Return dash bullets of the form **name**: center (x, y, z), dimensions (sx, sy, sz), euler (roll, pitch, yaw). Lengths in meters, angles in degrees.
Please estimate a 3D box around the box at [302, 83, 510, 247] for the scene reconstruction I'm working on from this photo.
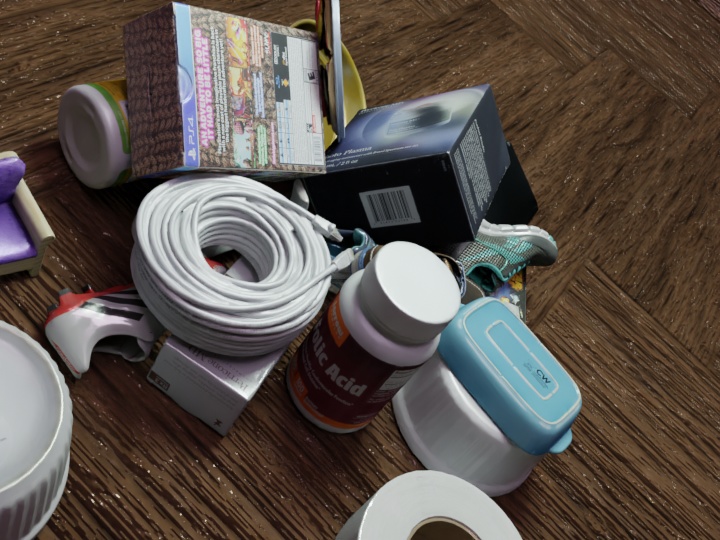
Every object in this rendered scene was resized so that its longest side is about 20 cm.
- **box**: center (0.063, -0.129, 1.035), dimensions (0.199, 0.198, 0.124), euler (-57, 134, -50)

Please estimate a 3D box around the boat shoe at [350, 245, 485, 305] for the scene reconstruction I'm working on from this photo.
- **boat shoe**: center (0.084, 0.019, 0.951), dimensions (0.198, 0.072, 0.073), euler (15, 66, -37)

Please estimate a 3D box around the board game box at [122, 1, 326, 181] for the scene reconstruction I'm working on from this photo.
- **board game box**: center (-0.143, -0.183, 0.892), dimensions (0.198, 0.096, 0.162), euler (-4, 90, -47)

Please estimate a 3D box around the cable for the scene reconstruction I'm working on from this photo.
- **cable**: center (-0.126, -0.011, 0.809), dimensions (0.199, 0.069, 0.200), euler (36, 43, 3)

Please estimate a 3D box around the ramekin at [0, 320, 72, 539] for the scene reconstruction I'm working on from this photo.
- **ramekin**: center (-0.319, 0.126, 0.631), dimensions (0.198, 0.105, 0.202), euler (19, 44, -20)

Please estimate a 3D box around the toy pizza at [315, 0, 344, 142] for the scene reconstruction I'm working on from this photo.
- **toy pizza**: center (-0.038, -0.258, 0.995), dimensions (0.031, 0.202, 0.202), euler (-3, 49, -1)

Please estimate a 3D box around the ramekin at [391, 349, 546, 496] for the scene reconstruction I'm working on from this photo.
- **ramekin**: center (0.143, 0.145, 0.940), dimensions (0.198, 0.098, 0.202), euler (19, 45, -20)

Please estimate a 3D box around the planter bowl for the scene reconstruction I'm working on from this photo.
- **planter bowl**: center (-0.078, -0.223, 1.097), dimensions (0.200, 0.083, 0.204), euler (20, 66, -54)

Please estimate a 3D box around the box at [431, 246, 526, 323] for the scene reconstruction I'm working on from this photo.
- **box**: center (0.157, 0.020, 1.103), dimensions (0.136, 0.040, 0.201), euler (26, 43, -12)

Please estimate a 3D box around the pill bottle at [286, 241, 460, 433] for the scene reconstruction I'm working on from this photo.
- **pill bottle**: center (0.011, 0.070, 0.836), dimensions (0.113, 0.201, 0.115), euler (18, 44, -19)

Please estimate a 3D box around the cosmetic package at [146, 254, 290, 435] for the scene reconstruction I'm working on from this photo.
- **cosmetic package**: center (-0.121, 0.060, 0.852), dimensions (0.101, 0.074, 0.201), euler (35, 40, -2)

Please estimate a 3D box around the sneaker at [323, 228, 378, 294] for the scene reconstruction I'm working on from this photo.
- **sneaker**: center (0.000, 0.000, 0.977), dimensions (0.198, 0.087, 0.078), euler (22, 45, -17)

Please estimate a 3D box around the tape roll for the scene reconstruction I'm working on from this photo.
- **tape roll**: center (0.070, 0.298, 0.774), dimensions (0.200, 0.071, 0.204), euler (19, 44, -20)

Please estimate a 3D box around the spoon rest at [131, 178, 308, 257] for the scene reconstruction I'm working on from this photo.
- **spoon rest**: center (-0.158, -0.054, 0.928), dimensions (0.197, 0.061, 0.100), euler (-11, 50, -15)

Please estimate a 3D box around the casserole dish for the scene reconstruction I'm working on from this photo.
- **casserole dish**: center (0.165, 0.105, 0.888), dimensions (0.121, 0.039, 0.201), euler (-26, 72, -45)

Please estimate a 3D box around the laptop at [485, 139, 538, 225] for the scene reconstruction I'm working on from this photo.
- **laptop**: center (0.167, -0.135, 1.271), dimensions (0.198, 0.104, 0.177), euler (21, 37, 21)

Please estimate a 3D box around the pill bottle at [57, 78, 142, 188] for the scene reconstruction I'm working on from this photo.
- **pill bottle**: center (-0.233, -0.168, 0.946), dimensions (0.199, 0.111, 0.111), euler (-23, 68, -45)

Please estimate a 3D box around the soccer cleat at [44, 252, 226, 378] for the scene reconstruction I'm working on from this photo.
- **soccer cleat**: center (-0.212, 0.043, 0.814), dimensions (0.199, 0.069, 0.086), euler (-19, 77, -42)

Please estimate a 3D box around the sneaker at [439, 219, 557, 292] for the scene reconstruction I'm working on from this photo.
- **sneaker**: center (0.179, -0.013, 1.078), dimensions (0.198, 0.077, 0.093), euler (7, 68, -28)

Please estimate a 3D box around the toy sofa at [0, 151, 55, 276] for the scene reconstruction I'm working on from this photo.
- **toy sofa**: center (-0.385, -0.033, 0.733), dimensions (0.199, 0.098, 0.083), euler (-17, 63, -44)
